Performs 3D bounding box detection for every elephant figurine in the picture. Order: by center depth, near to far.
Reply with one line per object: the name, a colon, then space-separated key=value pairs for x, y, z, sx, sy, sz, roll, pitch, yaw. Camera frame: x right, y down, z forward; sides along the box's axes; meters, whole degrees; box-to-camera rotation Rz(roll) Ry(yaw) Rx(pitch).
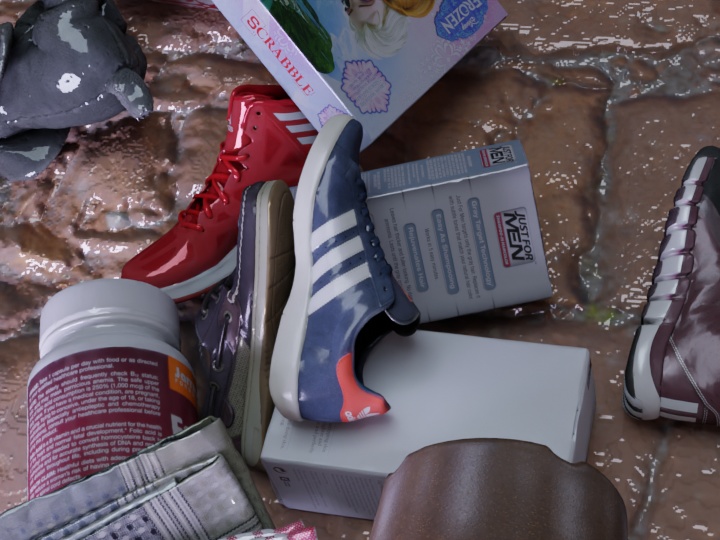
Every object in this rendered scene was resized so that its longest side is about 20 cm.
elephant figurine: x=-0.273 y=-0.142 z=1.289 sx=0.200 sy=0.155 sz=0.142 roll=-30 pitch=99 yaw=4

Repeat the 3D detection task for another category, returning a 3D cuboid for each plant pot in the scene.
plant pot: x=0.072 y=0.216 z=0.941 sx=0.200 sy=0.200 sz=0.198 roll=1 pitch=51 yaw=12

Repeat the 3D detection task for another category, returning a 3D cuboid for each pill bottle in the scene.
pill bottle: x=-0.163 y=0.113 z=1.092 sx=0.114 sy=0.114 sz=0.200 roll=-11 pitch=57 yaw=5

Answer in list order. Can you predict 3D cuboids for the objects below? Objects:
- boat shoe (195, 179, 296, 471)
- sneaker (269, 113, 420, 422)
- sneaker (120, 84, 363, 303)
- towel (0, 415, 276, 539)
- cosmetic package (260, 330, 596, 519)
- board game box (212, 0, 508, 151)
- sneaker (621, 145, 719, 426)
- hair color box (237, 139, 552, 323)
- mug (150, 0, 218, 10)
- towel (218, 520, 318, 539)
boat shoe: x=-0.078 y=0.036 z=1.091 sx=0.065 sy=0.200 sz=0.072 roll=8 pitch=22 yaw=15
sneaker: x=0.000 y=0.000 z=1.050 sx=0.084 sy=0.075 sz=0.200 roll=5 pitch=80 yaw=11
sneaker: x=-0.101 y=-0.066 z=1.186 sx=0.200 sy=0.116 sz=0.078 roll=-34 pitch=35 yaw=-19
towel: x=-0.131 y=0.209 z=0.990 sx=0.192 sy=0.200 sz=0.035 roll=-26 pitch=16 yaw=-3
cosmetic package: x=0.048 y=0.104 z=1.077 sx=0.200 sy=0.081 sz=0.113 roll=8 pitch=60 yaw=15
board game box: x=-0.011 y=-0.211 z=1.197 sx=0.200 sy=0.041 sz=0.200 roll=50 pitch=50 yaw=-8
sneaker: x=0.252 y=0.018 z=1.103 sx=0.115 sy=0.076 sz=0.200 roll=14 pitch=72 yaw=14
hair color box: x=0.025 y=-0.017 z=1.140 sx=0.200 sy=0.099 sz=0.061 roll=-11 pitch=20 yaw=4
mug: x=-0.119 y=-0.290 z=1.319 sx=0.200 sy=0.178 sz=0.133 roll=7 pitch=26 yaw=21
towel: x=-0.108 y=0.239 z=0.975 sx=0.200 sy=0.147 sz=0.030 roll=-14 pitch=15 yaw=-9
